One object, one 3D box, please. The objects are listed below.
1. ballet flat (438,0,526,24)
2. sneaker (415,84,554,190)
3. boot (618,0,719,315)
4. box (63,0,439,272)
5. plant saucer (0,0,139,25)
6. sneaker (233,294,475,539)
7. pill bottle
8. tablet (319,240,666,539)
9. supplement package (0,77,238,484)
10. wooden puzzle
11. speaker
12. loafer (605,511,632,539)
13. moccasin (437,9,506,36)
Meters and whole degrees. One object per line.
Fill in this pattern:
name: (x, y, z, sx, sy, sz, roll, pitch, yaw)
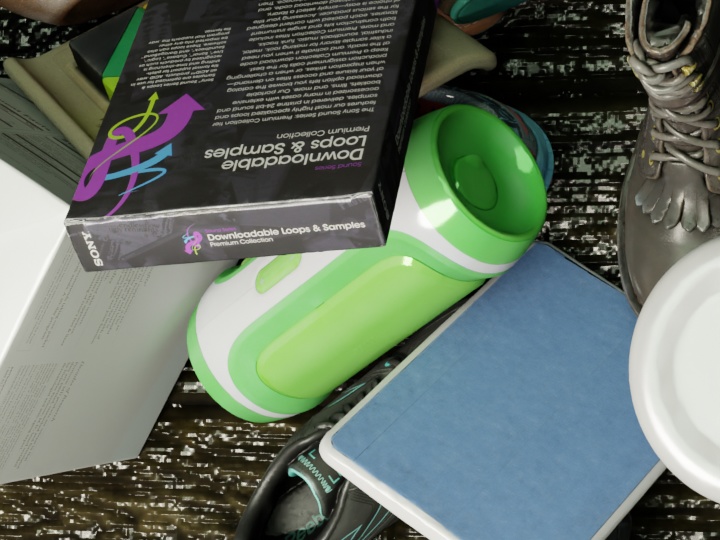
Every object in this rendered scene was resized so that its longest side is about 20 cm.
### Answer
ballet flat: (0.120, -0.186, 1.109, 0.198, 0.068, 0.069, -21, 76, -12)
sneaker: (-0.003, -0.078, 1.127, 0.198, 0.095, 0.080, 7, 82, 17)
boot: (0.148, -0.079, 1.033, 0.069, 0.174, 0.202, 7, 82, 17)
box: (-0.043, -0.081, 1.009, 0.142, 0.036, 0.201, -5, 40, 17)
plant saucer: (-0.099, -0.174, 1.123, 0.199, 0.200, 0.037, -28, 92, 10)
sneaker: (0.010, 0.092, 1.105, 0.075, 0.079, 0.200, 42, 93, 19)
pill bottle: (0.191, 0.047, 0.971, 0.115, 0.200, 0.117, -1, 85, 18)
tablet: (0.085, 0.067, 1.049, 0.130, 0.014, 0.200, 33, 46, 17)
supplement package: (-0.180, 0.000, 1.100, 0.150, 0.200, 0.153, 32, 102, 19)
wooden puzzle: (-0.059, -0.109, 1.097, 0.199, 0.037, 0.185, -26, 39, -18)
speaker: (0.000, 0.000, 1.076, 0.200, 0.088, 0.089, -37, 70, 40)
loafer: (0.073, 0.193, 1.064, 0.068, 0.070, 0.202, 23, 100, 18)
moccasin: (0.030, -0.219, 1.149, 0.073, 0.078, 0.203, -14, 80, 13)
